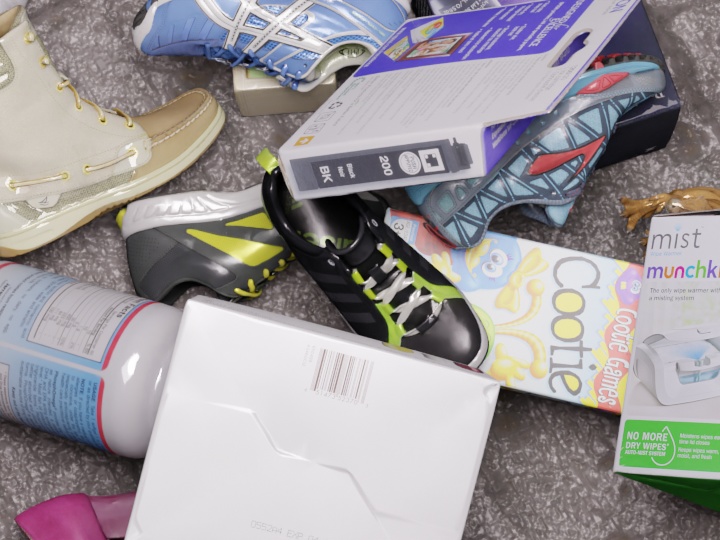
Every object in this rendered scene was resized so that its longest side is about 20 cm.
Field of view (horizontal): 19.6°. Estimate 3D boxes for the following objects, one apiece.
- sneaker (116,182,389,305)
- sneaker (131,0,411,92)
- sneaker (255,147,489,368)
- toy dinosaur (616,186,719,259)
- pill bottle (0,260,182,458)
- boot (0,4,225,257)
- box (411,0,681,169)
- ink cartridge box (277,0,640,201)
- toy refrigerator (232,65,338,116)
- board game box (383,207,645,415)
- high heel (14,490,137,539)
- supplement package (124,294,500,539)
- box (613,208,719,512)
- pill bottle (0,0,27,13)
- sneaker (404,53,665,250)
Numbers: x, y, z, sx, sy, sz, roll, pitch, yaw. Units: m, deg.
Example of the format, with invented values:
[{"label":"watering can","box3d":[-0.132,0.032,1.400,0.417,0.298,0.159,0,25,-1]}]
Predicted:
[{"label":"sneaker","box3d":[-0.074,-0.017,1.498,0.199,0.074,0.085,-7,83,9]},{"label":"sneaker","box3d":[-0.062,-0.167,1.455,0.199,0.076,0.077,-6,75,4]},{"label":"sneaker","box3d":[0.000,0.000,1.366,0.200,0.083,0.072,44,92,5]},{"label":"toy dinosaur","box3d":[0.247,-0.041,1.473,0.106,0.200,0.061,-14,98,29]},{"label":"pill bottle","box3d":[-0.180,0.066,1.433,0.199,0.109,0.109,15,78,21]},{"label":"boot","box3d":[-0.203,-0.120,1.473,0.200,0.072,0.155,-31,114,-19]},{"label":"box","box3d":[0.127,-0.169,1.502,0.147,0.104,0.201,-20,77,-3]},{"label":"ink cartridge box","box3d":[0.076,-0.117,1.330,0.199,0.198,0.044,-6,117,34]},{"label":"toy refrigerator","box3d":[-0.060,-0.222,1.538,0.076,0.070,0.201,-4,77,1]},{"label":"board game box","box3d":[0.106,0.031,1.451,0.199,0.105,0.103,13,88,5]},{"label":"high heel","box3d":[-0.178,0.246,1.429,0.096,0.068,0.201,-9,56,-9]},{"label":"supplement package","box3d":[-0.030,0.114,1.308,0.199,0.111,0.156,15,90,-2]},{"label":"box","box3d":[0.269,0.073,1.392,0.096,0.200,0.177,0,73,42]},{"label":"pill bottle","box3d":[-0.319,-0.139,1.504,0.115,0.116,0.201,21,78,6]},{"label":"sneaker","box3d":[0.123,-0.079,1.400,0.199,0.079,0.096,-27,100,-10]}]
